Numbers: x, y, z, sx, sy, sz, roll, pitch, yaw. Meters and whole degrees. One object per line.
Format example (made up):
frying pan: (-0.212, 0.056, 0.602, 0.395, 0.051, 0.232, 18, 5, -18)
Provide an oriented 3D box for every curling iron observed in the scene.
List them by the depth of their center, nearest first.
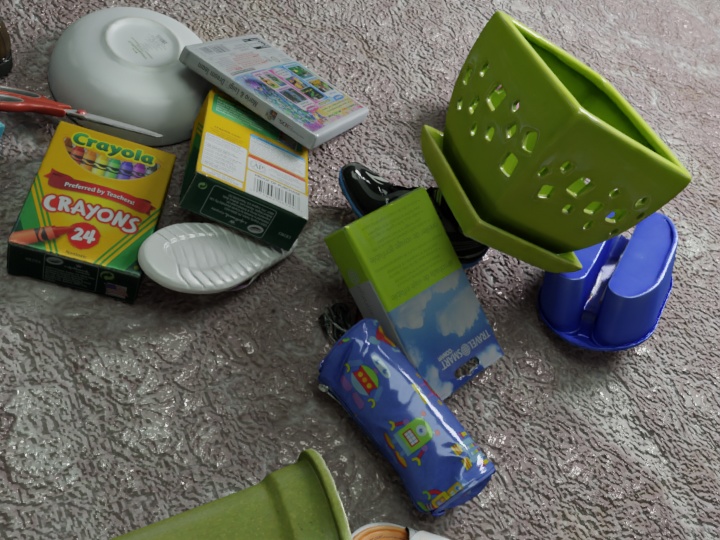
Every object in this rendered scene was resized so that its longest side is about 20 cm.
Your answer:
curling iron: (0.000, 0.000, 0.982, 0.049, 0.026, 0.201, 24, 48, -7)

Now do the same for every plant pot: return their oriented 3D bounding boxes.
plant pot: (-0.103, 0.250, 0.653, 0.182, 0.201, 0.202, -9, 58, -16)
plant pot: (0.189, -0.121, 0.952, 0.199, 0.182, 0.200, 20, 33, -37)

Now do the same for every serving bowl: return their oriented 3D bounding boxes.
serving bowl: (-0.254, -0.239, 1.032, 0.198, 0.066, 0.201, 12, 50, -15)

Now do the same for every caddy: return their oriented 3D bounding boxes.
caddy: (0.291, 0.009, 1.052, 0.140, 0.106, 0.200, 20, 47, 22)

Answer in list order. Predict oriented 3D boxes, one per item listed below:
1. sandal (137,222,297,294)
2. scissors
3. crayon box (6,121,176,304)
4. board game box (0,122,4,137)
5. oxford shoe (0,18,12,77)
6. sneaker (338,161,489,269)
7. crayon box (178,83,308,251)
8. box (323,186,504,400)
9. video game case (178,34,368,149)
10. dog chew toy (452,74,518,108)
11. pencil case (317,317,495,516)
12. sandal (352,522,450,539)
sandal: (-0.141, -0.010, 0.915, 0.202, 0.050, 0.083, -16, 62, -49)
scissors: (-0.311, -0.173, 0.964, 0.198, 0.014, 0.073, 8, 21, -12)
crayon box: (-0.265, -0.073, 0.909, 0.126, 0.051, 0.201, 15, 50, -12)
board game box: (-0.475, -0.169, 0.865, 0.200, 0.047, 0.151, 39, 29, 9)
oxford shoe: (-0.472, -0.284, 0.962, 0.198, 0.085, 0.073, 18, 51, -8)
sneaker: (0.066, -0.075, 1.018, 0.198, 0.083, 0.071, 27, 40, -13)
crayon box: (-0.121, -0.120, 0.974, 0.125, 0.052, 0.201, 23, 35, -20)
box: (0.059, 0.027, 0.934, 0.121, 0.048, 0.201, -29, 94, -36)
video game case: (-0.095, -0.218, 1.063, 0.181, 0.024, 0.200, 35, 24, 4)
dog chew toy: (0.187, -0.182, 1.147, 0.123, 0.125, 0.202, 4, 61, -21)
pencil case: (0.038, 0.141, 0.854, 0.087, 0.078, 0.200, -38, 73, -8)
sandal: (0.084, 0.276, 0.782, 0.205, 0.059, 0.079, 28, 48, -1)
